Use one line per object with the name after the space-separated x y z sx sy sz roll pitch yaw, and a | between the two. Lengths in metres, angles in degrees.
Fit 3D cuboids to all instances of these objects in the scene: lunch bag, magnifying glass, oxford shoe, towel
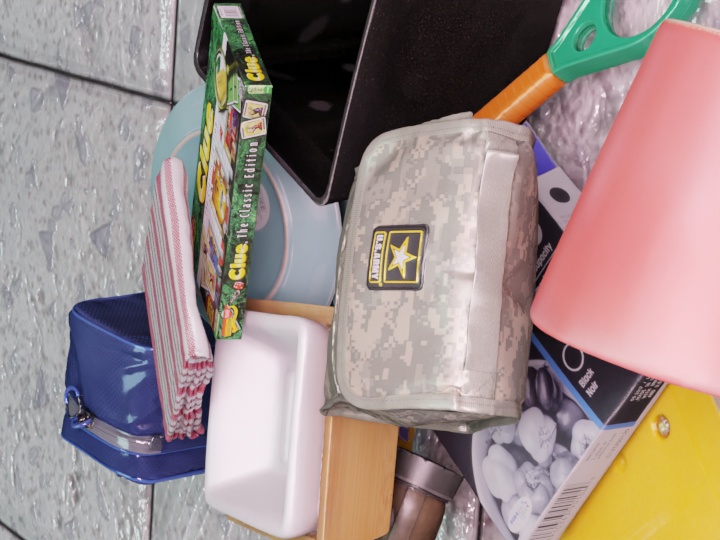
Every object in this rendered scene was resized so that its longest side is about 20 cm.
-0.146 0.097 1.601 0.136 0.199 0.133 25 116 48 | lunch bag
0.045 0.007 1.156 0.200 0.117 0.165 141 137 -78 | lunch bag
0.138 -0.139 1.252 0.200 0.022 0.080 -38 43 31 | magnifying glass
0.020 0.168 1.400 0.200 0.072 0.085 93 -160 -84 | oxford shoe
-0.126 0.025 1.403 0.200 0.030 0.147 113 148 -66 | towel

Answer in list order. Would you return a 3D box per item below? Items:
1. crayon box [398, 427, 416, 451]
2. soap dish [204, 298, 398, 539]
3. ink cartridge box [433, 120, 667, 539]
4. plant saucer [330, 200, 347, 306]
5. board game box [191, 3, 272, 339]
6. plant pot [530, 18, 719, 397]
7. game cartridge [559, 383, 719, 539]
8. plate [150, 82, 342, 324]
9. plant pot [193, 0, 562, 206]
0.039 0.015 1.444 0.126 0.051 0.201 34 119 51 | crayon box
-0.039 0.101 1.343 0.200 0.081 0.159 -177 92 -68 | soap dish
0.103 0.043 1.284 0.200 0.043 0.199 56 135 32 | ink cartridge box
0.000 0.000 1.407 0.200 0.027 0.202 -177 90 -68 | plant saucer
-0.088 -0.064 1.329 0.105 0.023 0.201 -110 23 -52 | board game box
0.207 -0.032 1.071 0.200 0.199 0.179 25 104 53 | plant pot
0.176 0.120 1.266 0.200 0.032 0.177 -51 52 49 | game cartridge
-0.092 -0.038 1.454 0.199 0.025 0.202 16 113 41 | plate
0.023 -0.183 1.333 0.200 0.176 0.201 47 133 44 | plant pot
